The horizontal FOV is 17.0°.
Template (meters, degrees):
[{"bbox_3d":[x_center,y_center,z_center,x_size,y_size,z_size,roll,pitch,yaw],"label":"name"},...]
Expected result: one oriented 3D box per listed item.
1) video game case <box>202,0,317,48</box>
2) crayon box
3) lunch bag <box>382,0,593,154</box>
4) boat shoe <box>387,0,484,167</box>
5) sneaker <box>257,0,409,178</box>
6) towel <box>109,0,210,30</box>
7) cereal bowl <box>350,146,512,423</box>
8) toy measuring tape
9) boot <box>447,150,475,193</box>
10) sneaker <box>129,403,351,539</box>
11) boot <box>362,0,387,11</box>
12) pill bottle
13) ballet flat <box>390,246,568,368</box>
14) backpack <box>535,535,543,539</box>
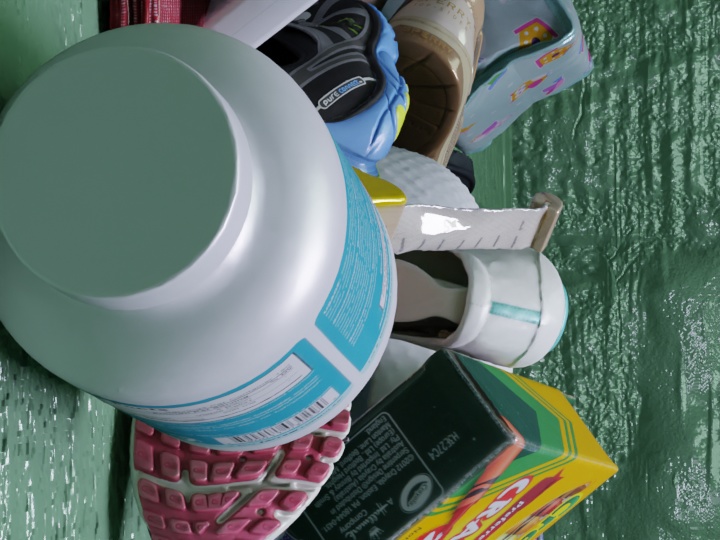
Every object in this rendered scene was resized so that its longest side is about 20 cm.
[{"bbox_3d":[0.015,-0.165,0.987,0.024,0.182,0.200,50,10,-13],"label":"video game case"},{"bbox_3d":[0.034,0.099,1.021,0.051,0.127,0.200,52,11,18],"label":"crayon box"},{"bbox_3d":[0.037,-0.180,1.402,0.201,0.122,0.170,56,5,7],"label":"lunch bag"},{"bbox_3d":[0.021,-0.075,1.243,0.065,0.071,0.200,-61,-178,-34],"label":"boat shoe"},{"bbox_3d":[-0.030,-0.088,1.050,0.071,0.082,0.200,-61,-166,13],"label":"sneaker"},{"bbox_3d":[-0.076,-0.154,0.925,0.144,0.023,0.202,-49,140,-82],"label":"towel"},{"bbox_3d":[0.023,0.040,1.178,0.200,0.083,0.202,-174,-90,-77],"label":"cereal bowl"},{"bbox_3d":[-0.012,-0.031,0.943,0.199,0.073,0.074,-4,94,-39],"label":"toy measuring tape"},{"bbox_3d":[0.025,0.008,1.449,0.200,0.076,0.170,23,62,-74],"label":"boot"},{"bbox_3d":[-0.042,0.049,0.942,0.201,0.080,0.075,-76,180,-53],"label":"sneaker"},{"bbox_3d":[0.022,-0.173,1.183,0.071,0.146,0.200,57,6,10],"label":"boot"},{"bbox_3d":[-0.052,-0.009,0.736,0.200,0.110,0.112,56,33,-77],"label":"pill bottle"},{"bbox_3d":[0.000,0.000,1.040,0.069,0.199,0.070,-11,106,-42],"label":"ballet flat"},{"bbox_3d":[0.028,0.218,1.228,0.200,0.149,0.179,-65,154,-63],"label":"backpack"}]
